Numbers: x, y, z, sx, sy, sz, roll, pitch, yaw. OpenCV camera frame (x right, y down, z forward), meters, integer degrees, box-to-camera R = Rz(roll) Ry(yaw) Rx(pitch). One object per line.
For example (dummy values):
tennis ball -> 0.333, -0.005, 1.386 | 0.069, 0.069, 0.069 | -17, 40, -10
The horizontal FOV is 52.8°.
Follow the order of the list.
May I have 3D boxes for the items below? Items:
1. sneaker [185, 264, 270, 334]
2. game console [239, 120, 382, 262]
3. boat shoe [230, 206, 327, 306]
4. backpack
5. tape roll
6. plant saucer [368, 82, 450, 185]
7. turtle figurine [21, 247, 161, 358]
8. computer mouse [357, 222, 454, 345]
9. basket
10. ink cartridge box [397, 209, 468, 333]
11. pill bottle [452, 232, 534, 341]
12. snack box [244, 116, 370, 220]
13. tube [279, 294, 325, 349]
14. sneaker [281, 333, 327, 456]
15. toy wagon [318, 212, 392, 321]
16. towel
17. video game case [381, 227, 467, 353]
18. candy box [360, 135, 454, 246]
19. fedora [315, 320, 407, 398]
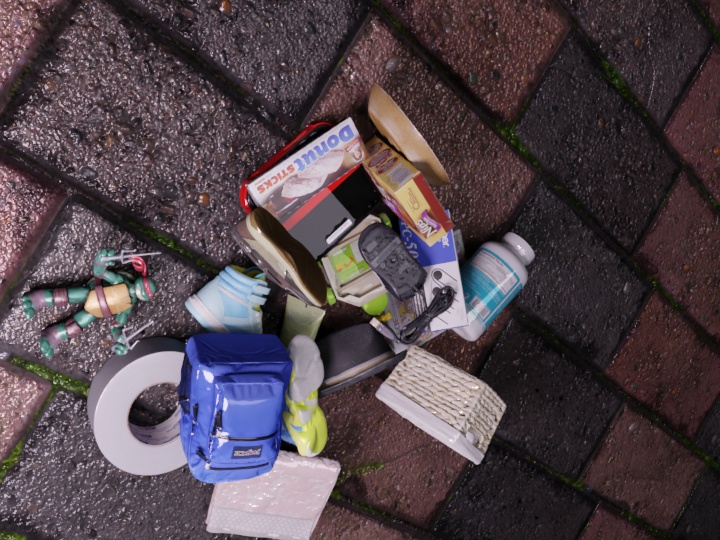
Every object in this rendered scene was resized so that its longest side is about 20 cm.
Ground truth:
sneaker -> -0.171, 0.074, 1.167 | 0.131, 0.079, 0.200 | -47, 124, -8
game console -> -0.079, -0.120, 1.175 | 0.200, 0.031, 0.178 | -42, 114, -12
boat shoe -> -0.123, -0.015, 1.129 | 0.064, 0.074, 0.201 | -20, 125, 26
backpack -> -0.190, 0.215, 1.069 | 0.159, 0.168, 0.204 | 5, 111, -20
tape roll -> -0.318, 0.210, 1.129 | 0.197, 0.066, 0.205 | -10, 110, -29
plant saucer -> 0.069, -0.207, 1.158 | 0.035, 0.201, 0.201 | -38, 123, 4
turtle figurine -> -0.363, 0.046, 1.030 | 0.196, 0.101, 0.153 | -18, 100, -8
computer mouse -> 0.050, 0.027, 1.221 | 0.200, 0.046, 0.141 | 43, 82, -11
basket -> 0.151, 0.240, 1.335 | 0.125, 0.198, 0.136 | -57, 138, -10
ink cartridge box -> 0.128, 0.004, 1.273 | 0.092, 0.044, 0.204 | -10, 84, 10
pill bottle -> 0.235, 0.024, 1.348 | 0.200, 0.110, 0.111 | -46, 123, -10
snack box -> -0.081, -0.157, 1.137 | 0.199, 0.024, 0.073 | -36, 111, -15
tube -> -0.116, 0.150, 1.235 | 0.057, 0.052, 0.204 | 12, 101, -17
sneaker -> -0.113, 0.197, 1.163 | 0.075, 0.104, 0.204 | -17, 108, -50
toy wagon -> 0.000, 0.000, 1.254 | 0.153, 0.039, 0.203 | -27, 111, -15
towel -> -0.153, 0.385, 1.243 | 0.196, 0.032, 0.194 | 13, 115, -15
video game case -> 0.125, 0.042, 1.368 | 0.198, 0.023, 0.185 | -28, 118, -21
candy box -> 0.066, -0.132, 1.169 | 0.056, 0.200, 0.117 | -38, 122, -1
fedora -> -0.022, 0.146, 1.247 | 0.198, 0.200, 0.093 | -22, 85, -23
